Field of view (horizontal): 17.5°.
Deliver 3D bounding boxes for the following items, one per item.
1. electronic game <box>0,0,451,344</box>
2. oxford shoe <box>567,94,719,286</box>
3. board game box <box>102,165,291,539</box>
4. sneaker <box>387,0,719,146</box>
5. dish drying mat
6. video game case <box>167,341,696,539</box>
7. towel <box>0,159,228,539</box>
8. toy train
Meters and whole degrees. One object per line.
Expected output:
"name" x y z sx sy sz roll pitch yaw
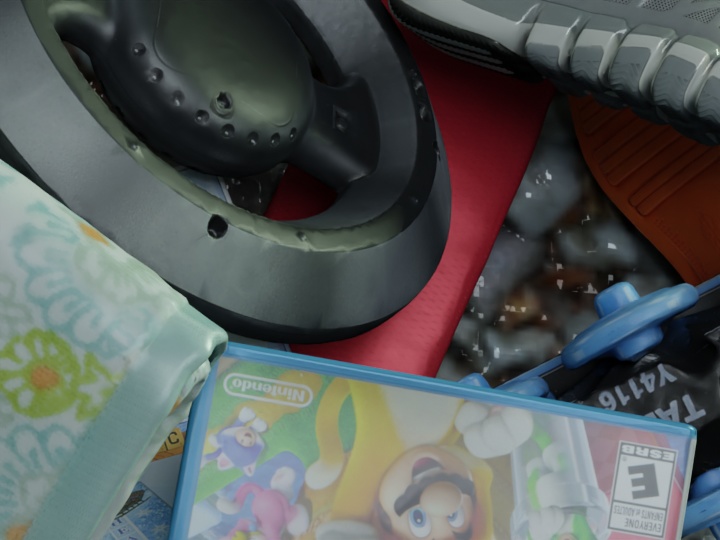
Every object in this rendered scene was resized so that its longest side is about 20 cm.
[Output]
"electronic game" -0.051 -0.064 0.736 0.200 0.042 0.200 28 41 -27
"oxford shoe" 0.134 -0.039 0.833 0.073 0.071 0.201 -16 80 -42
"board game box" -0.103 0.088 0.718 0.199 0.041 0.200 -18 77 -16
"sneaker" 0.114 -0.103 0.757 0.199 0.075 0.116 21 88 17
"dish drying mat" 0.000 0.000 0.799 0.077 0.018 0.201 26 69 -2
"video game case" 0.008 0.130 0.651 0.143 0.018 0.201 10 85 -3
"towel" -0.155 0.049 0.633 0.171 0.048 0.200 35 99 3
"toy train" 0.101 0.044 0.729 0.200 0.114 0.087 -29 84 10
